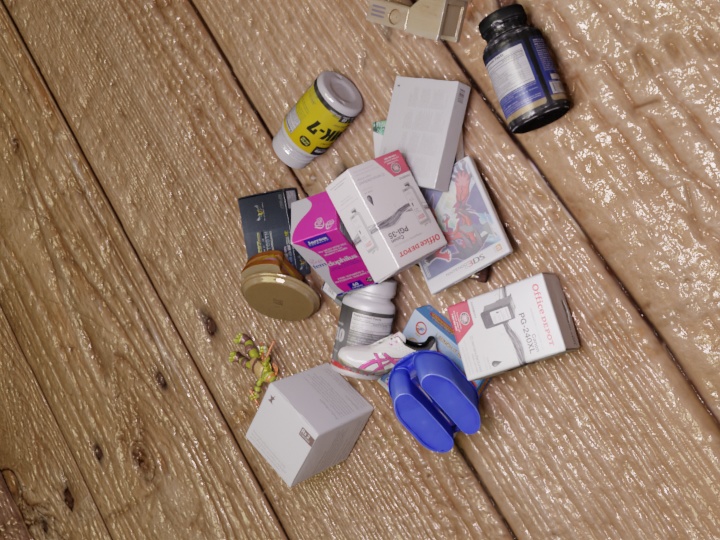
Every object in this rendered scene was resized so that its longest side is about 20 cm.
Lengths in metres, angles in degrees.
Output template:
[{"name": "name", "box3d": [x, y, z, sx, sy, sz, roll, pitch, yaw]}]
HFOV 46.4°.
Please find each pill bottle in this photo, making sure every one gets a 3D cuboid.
[{"name": "pill bottle", "box3d": [0.279, -0.351, 1.460, 0.111, 0.111, 0.202, -25, 82, 39]}, {"name": "pill bottle", "box3d": [-0.095, -0.313, 1.771, 0.200, 0.114, 0.115, -43, 72, 36]}, {"name": "pill bottle", "box3d": [0.010, 0.113, 1.728, 0.113, 0.113, 0.203, 15, 97, 36]}]

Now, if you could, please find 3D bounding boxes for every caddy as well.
[{"name": "caddy", "box3d": [0.140, 0.244, 1.590, 0.141, 0.105, 0.200, -36, 110, 15]}]

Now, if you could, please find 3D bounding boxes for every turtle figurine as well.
[{"name": "turtle figurine", "box3d": [-0.247, 0.219, 2.027, 0.161, 0.064, 0.202, 37, 128, 37]}]

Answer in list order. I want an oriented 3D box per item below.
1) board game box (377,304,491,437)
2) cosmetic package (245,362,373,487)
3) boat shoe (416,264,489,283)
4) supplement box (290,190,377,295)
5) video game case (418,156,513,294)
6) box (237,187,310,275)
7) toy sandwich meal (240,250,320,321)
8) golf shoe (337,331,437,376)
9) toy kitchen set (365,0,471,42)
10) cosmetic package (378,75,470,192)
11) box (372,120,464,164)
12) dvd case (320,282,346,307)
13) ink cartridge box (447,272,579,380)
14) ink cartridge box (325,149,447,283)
[{"name": "board game box", "box3d": [0.153, 0.209, 1.702, 0.200, 0.056, 0.197, 41, 121, 26]}, {"name": "cosmetic package", "box3d": [-0.111, 0.335, 1.849, 0.165, 0.199, 0.166, 41, 121, 26]}, {"name": "boat shoe", "box3d": [0.161, -0.011, 1.644, 0.198, 0.070, 0.071, 5, 96, 38]}, {"name": "supplement box", "box3d": [-0.045, -0.052, 1.617, 0.100, 0.200, 0.104, -17, 51, 20]}, {"name": "video game case", "box3d": [0.172, -0.084, 1.586, 0.181, 0.023, 0.202, -30, 72, 28]}, {"name": "box", "box3d": [-0.201, -0.081, 1.941, 0.156, 0.051, 0.203, -5, 95, 40]}, {"name": "toy sandwich meal", "box3d": [-0.182, 0.038, 1.890, 0.204, 0.205, 0.071, -20, 45, 39]}, {"name": "golf shoe", "box3d": [0.053, 0.158, 1.641, 0.073, 0.197, 0.093, -117, 33, -71]}, {"name": "toy kitchen set", "box3d": [0.095, -0.543, 1.541, 0.179, 0.162, 0.203, 26, 113, 33]}, {"name": "cosmetic package", "box3d": [0.116, -0.261, 1.595, 0.150, 0.051, 0.203, 16, 95, 37]}, {"name": "box", "box3d": [0.115, -0.232, 1.665, 0.198, 0.036, 0.147, -1, 98, 38]}, {"name": "dvd case", "box3d": [0.000, 0.000, 1.812, 0.146, 0.022, 0.202, 38, 119, 28]}, {"name": "ink cartridge box", "box3d": [0.277, 0.103, 1.530, 0.198, 0.083, 0.147, -22, 75, 28]}, {"name": "ink cartridge box", "box3d": [0.050, -0.100, 1.535, 0.083, 0.146, 0.202, -31, 86, 50]}]
